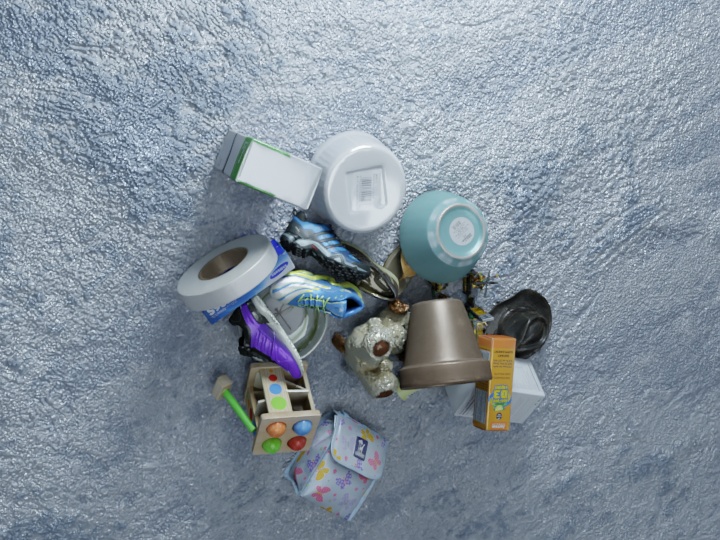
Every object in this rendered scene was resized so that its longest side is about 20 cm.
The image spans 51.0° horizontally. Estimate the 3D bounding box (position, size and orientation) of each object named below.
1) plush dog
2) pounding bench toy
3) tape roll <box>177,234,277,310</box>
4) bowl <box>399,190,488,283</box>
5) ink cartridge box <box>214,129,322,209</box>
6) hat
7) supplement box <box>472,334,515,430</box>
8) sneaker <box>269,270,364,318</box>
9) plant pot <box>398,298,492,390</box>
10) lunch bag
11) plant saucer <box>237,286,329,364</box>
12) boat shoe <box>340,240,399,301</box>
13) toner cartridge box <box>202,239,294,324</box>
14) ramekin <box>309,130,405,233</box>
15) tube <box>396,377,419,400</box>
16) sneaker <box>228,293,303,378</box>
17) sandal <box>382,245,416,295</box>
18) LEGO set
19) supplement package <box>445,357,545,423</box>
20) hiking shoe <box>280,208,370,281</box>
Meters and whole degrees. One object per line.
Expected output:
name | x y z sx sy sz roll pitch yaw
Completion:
plush dog | 0.047 0.151 1.652 0.171 0.160 0.202 -33 136 -27
pounding bench toy | -0.199 0.291 1.550 0.196 0.157 0.125 0 134 -21
tape roll | -0.253 0.001 1.430 0.201 0.203 0.037 -31 117 -9
bowl | 0.190 -0.077 1.596 0.197 0.105 0.205 1 86 -18
ink cartridge box | -0.176 -0.190 1.397 0.144 0.200 0.086 20 97 -26
hat | 0.392 0.151 1.801 0.197 0.081 0.204 -7 111 -19
supplement box | 0.292 0.245 1.648 0.065 0.069 0.204 3 93 -21
sneaker | -0.078 0.050 1.511 0.197 0.105 0.077 4 103 -25
plant pot | 0.173 0.155 1.594 0.197 0.200 0.178 -1 79 -21
lunch bag | -0.046 0.433 1.700 0.169 0.127 0.201 37 85 -29
plant saucer | -0.164 0.098 1.580 0.197 0.050 0.204 -7 110 -19
boat shoe | 0.000 0.000 1.589 0.198 0.065 0.074 27 103 -14
toner cartridge box | -0.232 0.020 1.503 0.199 0.095 0.044 -35 117 -7
ramekin | -0.004 -0.174 1.526 0.197 0.098 0.204 -7 109 -19
tube | 0.168 0.225 1.724 0.198 0.059 0.052 -32 141 12
sneaker | -0.195 0.149 1.523 0.099 0.070 0.202 -34 109 -5
sandal | 0.117 -0.028 1.647 0.080 0.054 0.201 40 90 -27
LEGO set | 0.230 0.088 1.695 0.151 0.116 0.204 -2 108 -21
supplement package | 0.311 0.274 1.776 0.197 0.115 0.110 12 129 -24
hiking shoe | -0.061 -0.051 1.526 0.198 0.074 0.088 27 70 -8
